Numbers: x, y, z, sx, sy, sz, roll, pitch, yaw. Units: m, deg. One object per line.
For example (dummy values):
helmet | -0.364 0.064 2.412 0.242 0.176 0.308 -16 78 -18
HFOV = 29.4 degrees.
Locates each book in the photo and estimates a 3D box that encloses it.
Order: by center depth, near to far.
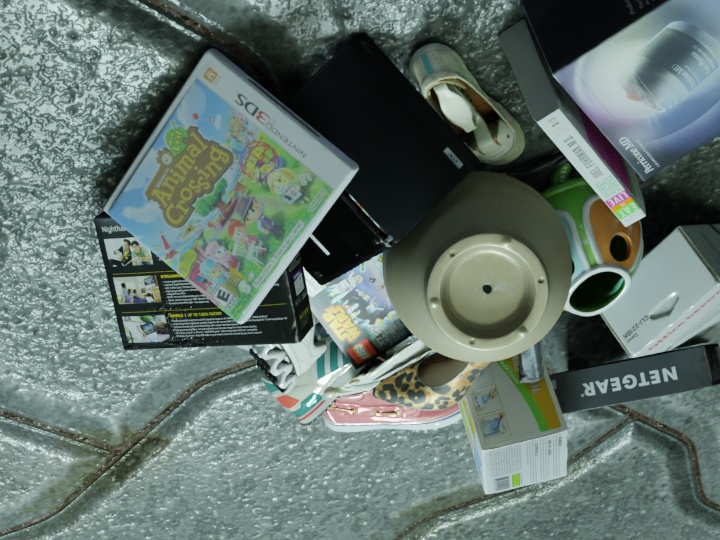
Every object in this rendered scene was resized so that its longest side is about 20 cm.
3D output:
book | 0.216 -0.145 1.371 0.048 0.134 0.200 -31 136 18

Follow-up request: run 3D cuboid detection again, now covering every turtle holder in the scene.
turtle holder | 0.226 -0.014 1.521 0.185 0.132 0.141 -29 138 16

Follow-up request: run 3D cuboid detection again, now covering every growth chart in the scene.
growth chart | 0.062 0.088 1.547 0.200 0.018 0.145 -35 168 12

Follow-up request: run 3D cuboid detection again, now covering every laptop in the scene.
laptop | -0.020 -0.106 1.376 0.177 0.103 0.200 47 140 -12

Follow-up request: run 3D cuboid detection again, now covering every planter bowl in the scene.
planter bowl | 0.123 0.007 1.389 0.200 0.135 0.200 0 102 0

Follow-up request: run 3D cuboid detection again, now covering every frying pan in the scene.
frying pan | 0.134 -0.091 1.478 0.190 0.031 0.115 -44 146 18

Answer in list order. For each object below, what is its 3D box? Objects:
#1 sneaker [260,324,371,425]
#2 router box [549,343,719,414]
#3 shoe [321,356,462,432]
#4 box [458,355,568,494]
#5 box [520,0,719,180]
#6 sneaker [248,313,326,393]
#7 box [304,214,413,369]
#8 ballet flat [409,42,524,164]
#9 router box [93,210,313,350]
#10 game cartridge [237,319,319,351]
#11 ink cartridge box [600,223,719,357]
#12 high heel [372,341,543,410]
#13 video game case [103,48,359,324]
sneaker | -0.036 0.085 1.602 0.093 0.070 0.200 39 105 -8
router box | 0.339 0.134 1.692 0.200 0.052 0.157 -13 174 19
shoe | 0.048 0.148 1.696 0.200 0.071 0.091 -6 144 -3
box | 0.168 0.144 1.624 0.101 0.200 0.113 -13 143 -2
box | 0.297 -0.221 1.320 0.198 0.123 0.200 -32 136 21
sneaker | -0.098 0.044 1.498 0.081 0.075 0.200 -35 135 -12
box | 0.000 0.000 1.491 0.137 0.040 0.200 -32 122 6
ballet flat | 0.110 -0.151 1.387 0.067 0.062 0.200 -32 137 19
router box | -0.158 0.002 1.392 0.200 0.051 0.149 -3 110 18
game cartridge | -0.133 0.019 1.528 0.133 0.041 0.200 -33 136 15
ink cartridge box | 0.386 0.020 1.588 0.200 0.084 0.144 -6 146 -51
high heel | 0.102 0.081 1.518 0.200 0.071 0.143 -12 132 1
video game case | -0.128 -0.078 1.315 0.182 0.022 0.200 40 111 6
